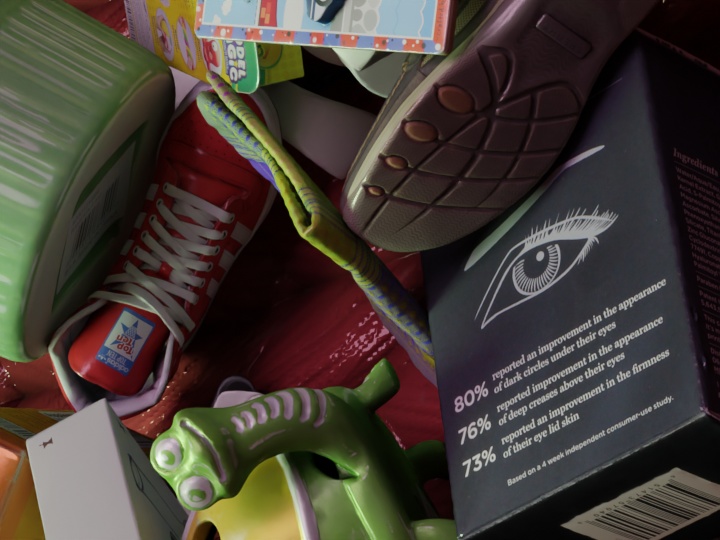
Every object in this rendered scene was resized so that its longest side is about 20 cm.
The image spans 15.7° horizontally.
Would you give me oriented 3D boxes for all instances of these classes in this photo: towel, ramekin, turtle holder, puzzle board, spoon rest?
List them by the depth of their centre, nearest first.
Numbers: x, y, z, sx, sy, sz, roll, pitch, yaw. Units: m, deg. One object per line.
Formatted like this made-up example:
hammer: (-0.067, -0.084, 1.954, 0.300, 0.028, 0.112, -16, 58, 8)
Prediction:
puzzle board: (-0.010, -0.198, 1.152, 0.151, 0.017, 0.200, 8, 93, 42)
turtle holder: (-0.016, 0.129, 1.195, 0.132, 0.186, 0.141, -28, 74, 6)
towel: (0.000, 0.000, 1.247, 0.023, 0.200, 0.144, -40, 44, 1)
ramekin: (-0.179, -0.049, 1.396, 0.098, 0.200, 0.200, 25, 94, 8)
spoon rest: (-0.068, -0.115, 1.477, 0.200, 0.061, 0.099, 37, 100, 49)

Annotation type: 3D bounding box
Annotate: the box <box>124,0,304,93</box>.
box: (-0.081, -0.163, 1.375, 0.200, 0.048, 0.118, -146, 46, -66)

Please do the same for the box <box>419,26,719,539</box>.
box: (0.116, 0.019, 1.166, 0.148, 0.104, 0.200, -31, 51, 36)

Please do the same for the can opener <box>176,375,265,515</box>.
can opener: (-0.084, 0.156, 1.388, 0.066, 0.053, 0.200, 163, 129, -85)

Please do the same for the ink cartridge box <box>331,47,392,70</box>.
ink cartridge box: (0.074, -0.185, 1.225, 0.050, 0.200, 0.161, 47, 126, 8)

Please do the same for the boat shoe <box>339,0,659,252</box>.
boat shoe: (0.063, -0.094, 1.154, 0.200, 0.074, 0.073, -49, 27, 8)

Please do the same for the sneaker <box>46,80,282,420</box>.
sneaker: (-0.105, -0.004, 1.400, 0.200, 0.071, 0.113, -66, -4, 32)

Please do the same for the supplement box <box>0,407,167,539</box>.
supplement box: (-0.168, 0.113, 1.374, 0.069, 0.200, 0.067, 23, 94, 21)

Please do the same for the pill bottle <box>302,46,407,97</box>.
pill bottle: (-0.007, -0.178, 1.395, 0.111, 0.111, 0.200, -53, 41, 18)

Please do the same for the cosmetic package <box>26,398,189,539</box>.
cosmetic package: (-0.091, 0.177, 1.235, 0.052, 0.151, 0.200, -30, 36, 5)
